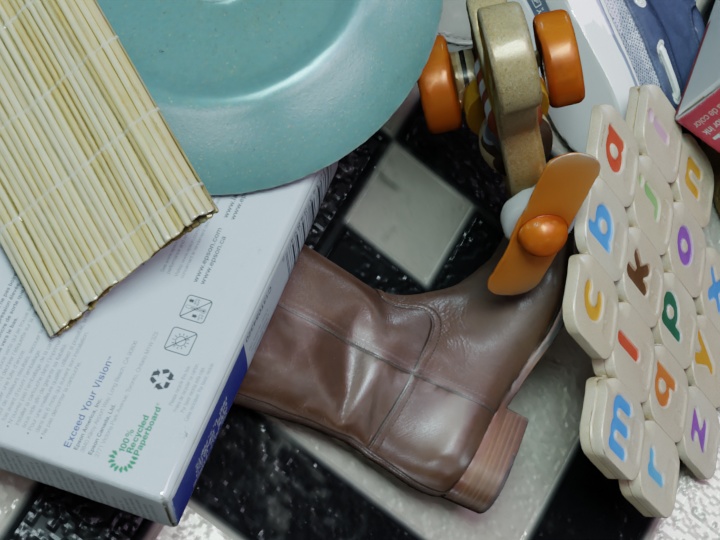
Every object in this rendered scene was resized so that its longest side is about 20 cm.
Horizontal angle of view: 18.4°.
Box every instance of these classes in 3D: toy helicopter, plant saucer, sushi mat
[{"bbox_3d":[0.069,-0.066,1.007,0.078,0.200,0.133,-11,80,3],"label":"toy helicopter"},{"bbox_3d":[-0.062,-0.133,1.009,0.198,0.036,0.201,-2,69,6],"label":"plant saucer"},{"bbox_3d":[-0.144,-0.076,0.983,0.201,0.096,0.012,58,17,23],"label":"sushi mat"}]

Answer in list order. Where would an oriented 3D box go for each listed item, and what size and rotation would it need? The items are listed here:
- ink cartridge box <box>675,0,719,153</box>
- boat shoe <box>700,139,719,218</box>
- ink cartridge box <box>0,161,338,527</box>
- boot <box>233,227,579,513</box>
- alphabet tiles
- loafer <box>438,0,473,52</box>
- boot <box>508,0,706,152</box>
[{"bbox_3d":[0.279,-0.086,1.165,0.200,0.083,0.146,36,49,-12],"label":"ink cartridge box"},{"bbox_3d":[0.244,0.000,1.190,0.069,0.071,0.201,-6,76,-26],"label":"boat shoe"},{"bbox_3d":[-0.135,-0.006,1.001,0.199,0.043,0.197,18,64,13],"label":"ink cartridge box"},{"bbox_3d":[0.000,0.000,1.079,0.199,0.064,0.187,25,63,-13],"label":"boot"},{"bbox_3d":[0.144,0.015,1.110,0.196,0.015,0.201,44,50,-51],"label":"alphabet tiles"},{"bbox_3d":[-0.011,-0.163,1.114,0.199,0.070,0.070,22,66,-19],"label":"loafer"},{"bbox_3d":[0.119,-0.162,1.187,0.090,0.073,0.201,-24,94,-37],"label":"boot"}]
